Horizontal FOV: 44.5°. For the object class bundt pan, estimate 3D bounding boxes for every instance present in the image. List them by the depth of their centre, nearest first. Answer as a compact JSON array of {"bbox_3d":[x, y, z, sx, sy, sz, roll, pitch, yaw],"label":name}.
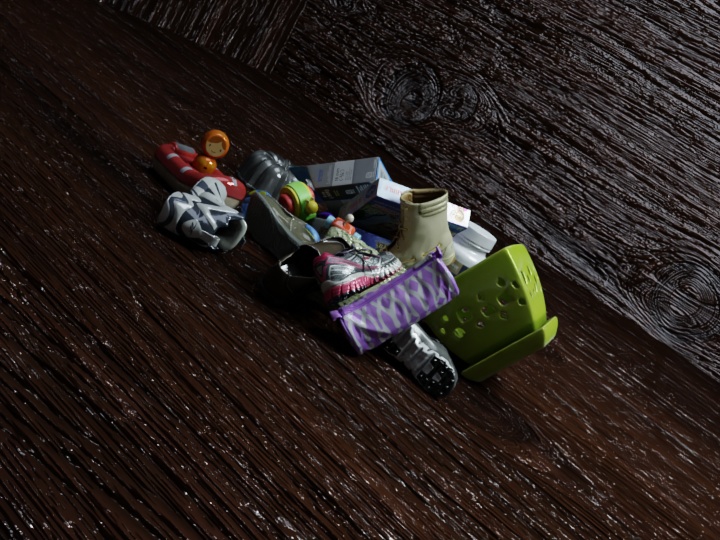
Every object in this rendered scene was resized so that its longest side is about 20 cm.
[{"bbox_3d":[-0.179,-0.208,2.009,0.200,0.076,0.202,30,13,-8],"label":"bundt pan"}]

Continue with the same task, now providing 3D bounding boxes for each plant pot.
[{"bbox_3d":[0.240,0.081,1.588,0.183,0.199,0.199,62,19,6],"label":"plant pot"}]

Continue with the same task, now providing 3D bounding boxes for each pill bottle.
[{"bbox_3d":[0.189,0.003,1.778,0.110,0.202,0.111,28,13,-7],"label":"pill bottle"}]

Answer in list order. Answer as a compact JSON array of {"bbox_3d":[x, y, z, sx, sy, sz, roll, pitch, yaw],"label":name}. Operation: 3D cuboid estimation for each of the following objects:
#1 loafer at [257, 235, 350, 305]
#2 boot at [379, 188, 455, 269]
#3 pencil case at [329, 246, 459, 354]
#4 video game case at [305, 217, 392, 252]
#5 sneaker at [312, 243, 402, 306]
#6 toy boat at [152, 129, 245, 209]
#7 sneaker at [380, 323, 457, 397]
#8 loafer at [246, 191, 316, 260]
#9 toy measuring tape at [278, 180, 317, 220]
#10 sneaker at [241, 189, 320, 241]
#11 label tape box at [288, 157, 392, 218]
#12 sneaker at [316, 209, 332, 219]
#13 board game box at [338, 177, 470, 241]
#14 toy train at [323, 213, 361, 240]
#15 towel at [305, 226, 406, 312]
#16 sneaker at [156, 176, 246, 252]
[{"bbox_3d":[-0.073,-0.008,1.390,0.073,0.071,0.199,47,43,9],"label":"loafer"},{"bbox_3d":[0.073,-0.065,1.608,0.197,0.157,0.073,-12,35,-3],"label":"boot"},{"bbox_3d":[0.056,0.047,1.347,0.084,0.199,0.086,51,-7,47],"label":"pencil case"},{"bbox_3d":[-0.014,-0.057,1.764,0.198,0.046,0.180,19,-2,-40],"label":"video game case"},{"bbox_3d":[-0.001,-0.007,1.385,0.199,0.080,0.075,-19,81,-61],"label":"sneaker"},{"bbox_3d":[-0.284,-0.196,1.622,0.130,0.132,0.200,13,22,-51],"label":"toy boat"},{"bbox_3d":[0.086,0.121,1.420,0.200,0.067,0.090,48,11,18],"label":"sneaker"},{"bbox_3d":[-0.137,-0.067,1.590,0.069,0.076,0.200,-7,48,-46],"label":"loafer"},{"bbox_3d":[-0.149,-0.147,1.754,0.073,0.075,0.199,18,0,-41],"label":"toy measuring tape"},{"bbox_3d":[-0.151,-0.083,1.675,0.199,0.071,0.083,34,-8,24],"label":"sneaker"},{"bbox_3d":[-0.035,-0.158,1.794,0.197,0.064,0.144,-4,-28,21],"label":"label tape box"},{"bbox_3d":[-0.047,-0.127,1.943,0.069,0.100,0.200,32,13,15],"label":"sneaker"},{"bbox_3d":[0.080,-0.103,1.724,0.198,0.042,0.199,18,-19,-19],"label":"board game box"},{"bbox_3d":[0.000,0.000,1.560,0.199,0.151,0.056,37,46,6],"label":"toy train"},{"bbox_3d":[0.002,0.024,1.478,0.199,0.037,0.149,33,58,1],"label":"towel"},{"bbox_3d":[-0.234,-0.083,1.443,0.129,0.080,0.199,33,14,4],"label":"sneaker"}]
